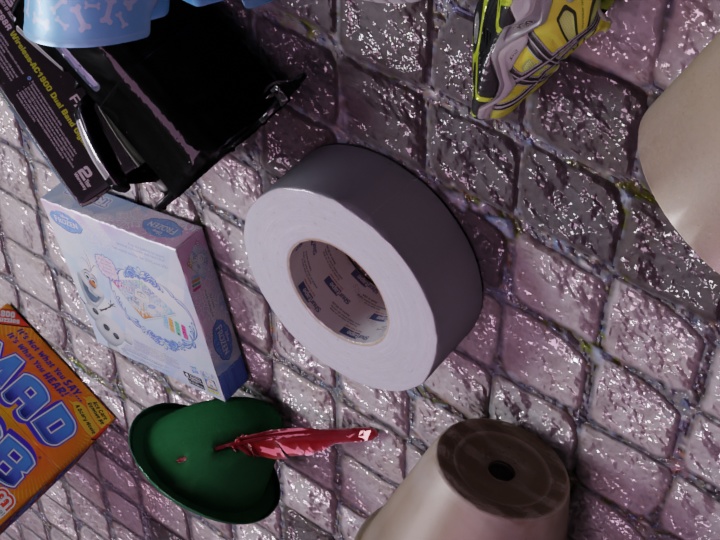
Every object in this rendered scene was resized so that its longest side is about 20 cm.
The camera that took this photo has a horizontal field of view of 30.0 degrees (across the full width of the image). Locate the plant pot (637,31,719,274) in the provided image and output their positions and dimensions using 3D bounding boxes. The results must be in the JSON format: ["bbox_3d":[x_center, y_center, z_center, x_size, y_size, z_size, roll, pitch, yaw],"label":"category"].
[{"bbox_3d":[0.260,-0.096,0.631,0.187,0.187,0.201,38,131,11],"label":"plant pot"}]

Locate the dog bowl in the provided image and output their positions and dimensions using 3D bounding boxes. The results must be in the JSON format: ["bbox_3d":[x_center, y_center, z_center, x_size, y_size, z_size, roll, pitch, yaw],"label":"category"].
[{"bbox_3d":[-0.139,-0.206,0.923,0.111,0.199,0.050,33,137,49],"label":"dog bowl"}]

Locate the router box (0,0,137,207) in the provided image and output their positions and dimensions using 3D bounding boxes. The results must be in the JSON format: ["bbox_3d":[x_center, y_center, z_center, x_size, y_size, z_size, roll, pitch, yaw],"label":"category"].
[{"bbox_3d":[-0.283,-0.157,1.191,0.201,0.062,0.150,57,170,-14],"label":"router box"}]

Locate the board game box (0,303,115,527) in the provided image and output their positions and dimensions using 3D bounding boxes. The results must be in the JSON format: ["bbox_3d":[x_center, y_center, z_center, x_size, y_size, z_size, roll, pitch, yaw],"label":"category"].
[{"bbox_3d":[-0.468,0.207,1.695,0.200,0.200,0.200,47,146,-1],"label":"board game box"}]

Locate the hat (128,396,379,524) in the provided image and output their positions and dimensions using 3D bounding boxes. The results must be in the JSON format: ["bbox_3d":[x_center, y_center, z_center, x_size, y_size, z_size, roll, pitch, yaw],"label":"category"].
[{"bbox_3d":[-0.110,0.141,1.360,0.198,0.166,0.177,24,118,-16],"label":"hat"}]

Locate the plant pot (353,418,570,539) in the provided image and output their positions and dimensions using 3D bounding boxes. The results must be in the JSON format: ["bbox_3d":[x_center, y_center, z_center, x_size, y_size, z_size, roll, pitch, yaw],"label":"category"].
[{"bbox_3d":[0.096,0.229,1.135,0.199,0.200,0.175,32,128,20],"label":"plant pot"}]

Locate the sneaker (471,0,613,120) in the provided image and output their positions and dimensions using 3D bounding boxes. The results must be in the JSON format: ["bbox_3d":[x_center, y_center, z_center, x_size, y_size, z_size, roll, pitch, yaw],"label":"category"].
[{"bbox_3d":[0.111,-0.146,0.812,0.075,0.076,0.200,3,161,-6],"label":"sneaker"}]

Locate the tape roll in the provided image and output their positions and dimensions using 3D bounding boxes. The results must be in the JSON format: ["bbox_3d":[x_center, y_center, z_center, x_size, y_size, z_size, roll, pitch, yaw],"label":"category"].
[{"bbox_3d":[0.000,0.000,1.093,0.199,0.066,0.201,29,143,24],"label":"tape roll"}]

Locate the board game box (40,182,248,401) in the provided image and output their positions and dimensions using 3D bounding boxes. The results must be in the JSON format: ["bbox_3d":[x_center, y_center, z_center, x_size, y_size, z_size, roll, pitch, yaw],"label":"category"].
[{"bbox_3d":[-0.219,0.019,1.370,0.199,0.043,0.200,20,139,34],"label":"board game box"}]

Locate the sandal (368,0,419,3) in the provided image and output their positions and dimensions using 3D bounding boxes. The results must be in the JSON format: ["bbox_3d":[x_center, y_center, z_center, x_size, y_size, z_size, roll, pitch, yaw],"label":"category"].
[{"bbox_3d":[0.048,-0.216,0.840,0.201,0.050,0.083,-3,138,34],"label":"sandal"}]

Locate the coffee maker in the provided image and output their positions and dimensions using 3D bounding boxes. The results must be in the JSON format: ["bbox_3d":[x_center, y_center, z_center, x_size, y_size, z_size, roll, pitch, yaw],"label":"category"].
[{"bbox_3d":[-0.156,-0.177,1.050,0.192,0.135,0.200,-36,99,33],"label":"coffee maker"}]
